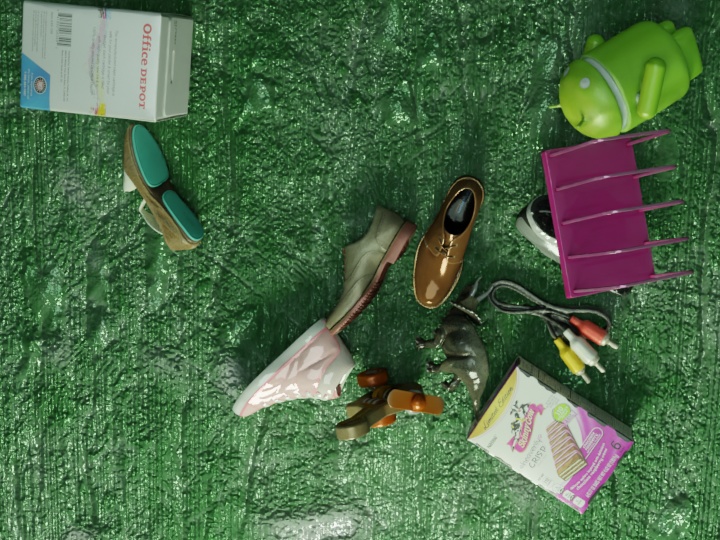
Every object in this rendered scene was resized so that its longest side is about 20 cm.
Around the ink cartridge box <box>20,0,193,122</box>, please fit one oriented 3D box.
[{"bbox_3d":[-0.353,-0.295,1.627,0.199,0.146,0.148,7,101,8],"label":"ink cartridge box"}]

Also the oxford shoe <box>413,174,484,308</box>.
[{"bbox_3d":[0.119,-0.036,1.638,0.071,0.071,0.201,18,105,4],"label":"oxford shoe"}]

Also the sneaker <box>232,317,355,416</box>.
[{"bbox_3d":[-0.093,0.172,1.709,0.200,0.075,0.105,-42,86,10],"label":"sneaker"}]

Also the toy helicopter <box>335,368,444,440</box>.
[{"bbox_3d":[0.032,0.198,1.630,0.132,0.200,0.079,-6,100,28],"label":"toy helicopter"}]

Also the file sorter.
[{"bbox_3d":[0.344,-0.076,1.522,0.138,0.125,0.201,-10,89,-21],"label":"file sorter"}]

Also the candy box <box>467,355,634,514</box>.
[{"bbox_3d":[0.273,0.237,1.668,0.199,0.061,0.137,32,105,3],"label":"candy box"}]

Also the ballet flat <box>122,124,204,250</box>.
[{"bbox_3d":[-0.306,-0.114,1.705,0.072,0.068,0.201,-26,100,32],"label":"ballet flat"}]

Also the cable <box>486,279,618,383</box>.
[{"bbox_3d":[0.276,0.066,1.640,0.200,0.050,0.097,36,107,1],"label":"cable"}]

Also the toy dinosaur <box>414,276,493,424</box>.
[{"bbox_3d":[0.143,0.118,1.639,0.102,0.077,0.201,-21,75,42],"label":"toy dinosaur"}]

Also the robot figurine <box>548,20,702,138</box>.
[{"bbox_3d":[0.348,-0.249,1.519,0.199,0.176,0.116,-30,122,-7],"label":"robot figurine"}]

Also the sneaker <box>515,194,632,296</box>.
[{"bbox_3d":[0.303,-0.034,1.614,0.200,0.079,0.074,36,69,-13],"label":"sneaker"}]

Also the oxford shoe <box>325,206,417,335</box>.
[{"bbox_3d":[0.000,0.000,1.669,0.075,0.070,0.200,35,94,5],"label":"oxford shoe"}]
